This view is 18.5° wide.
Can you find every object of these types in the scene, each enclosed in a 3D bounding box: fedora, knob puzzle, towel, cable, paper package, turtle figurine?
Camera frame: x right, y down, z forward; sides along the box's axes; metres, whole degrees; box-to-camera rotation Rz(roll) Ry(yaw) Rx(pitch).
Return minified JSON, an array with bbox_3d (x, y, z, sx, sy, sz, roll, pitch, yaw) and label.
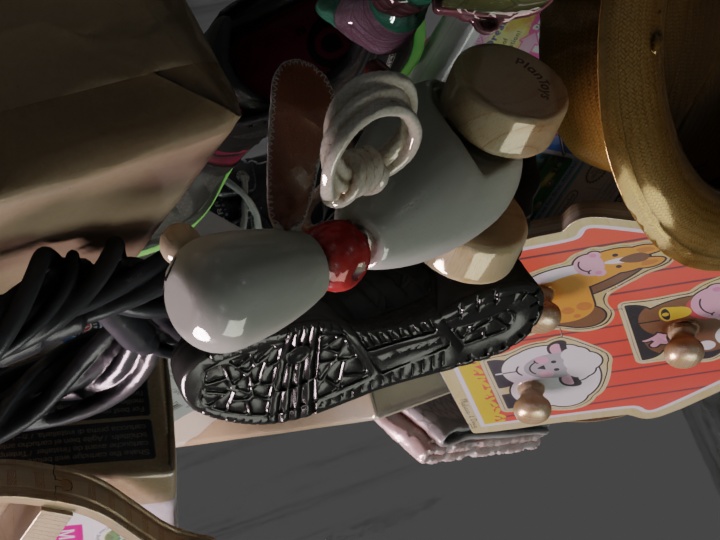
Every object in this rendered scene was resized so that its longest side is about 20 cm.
[{"bbox_3d":[0.133,-0.098,0.929,0.081,0.202,0.200,4,-171,40],"label":"fedora"},{"bbox_3d":[0.131,0.031,1.089,0.218,0.031,0.220,-1,147,-1],"label":"knob puzzle"},{"bbox_3d":[0.022,0.047,1.425,0.032,0.191,0.200,-52,160,15],"label":"towel"},{"bbox_3d":[-0.138,0.034,0.875,0.163,0.051,0.199,-42,166,33],"label":"cable"},{"bbox_3d":[-0.168,-0.037,0.841,0.190,0.104,0.200,-17,166,-28],"label":"paper package"},{"bbox_3d":[0.041,-0.139,0.830,0.149,0.101,0.200,-18,175,-10],"label":"turtle figurine"}]

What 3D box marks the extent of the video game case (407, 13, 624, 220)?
[{"bbox_3d":[0.104,-0.093,1.031,0.181,0.024,0.201,7,125,-40],"label":"video game case"}]

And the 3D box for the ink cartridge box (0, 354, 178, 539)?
[{"bbox_3d":[-0.172,0.125,1.095,0.163,0.076,0.201,-5,145,-7],"label":"ink cartridge box"}]

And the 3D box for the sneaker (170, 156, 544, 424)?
[{"bbox_3d":[0.000,-0.002,0.954,0.198,0.105,0.060,-12,138,-21],"label":"sneaker"}]

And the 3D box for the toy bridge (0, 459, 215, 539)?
[{"bbox_3d":[-0.148,0.114,0.997,0.199,0.027,0.067,14,135,-27],"label":"toy bridge"}]

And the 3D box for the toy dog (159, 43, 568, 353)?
[{"bbox_3d":[-0.007,-0.039,0.863,0.199,0.096,0.132,-3,128,-56],"label":"toy dog"}]

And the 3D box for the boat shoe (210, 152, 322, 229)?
[{"bbox_3d":[-0.076,-0.025,1.186,0.198,0.072,0.068,-16,170,-3],"label":"boat shoe"}]

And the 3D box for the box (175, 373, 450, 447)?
[{"bbox_3d":[-0.043,0.047,1.249,0.199,0.078,0.095,-12,-177,44],"label":"box"}]

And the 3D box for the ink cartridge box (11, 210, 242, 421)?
[{"bbox_3d":[-0.166,0.034,1.105,0.199,0.084,0.145,-29,144,27],"label":"ink cartridge box"}]

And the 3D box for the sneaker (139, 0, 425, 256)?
[{"bbox_3d":[-0.067,-0.077,0.969,0.199,0.077,0.084,-36,162,7],"label":"sneaker"}]

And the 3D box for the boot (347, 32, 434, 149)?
[{"bbox_3d":[0.074,-0.113,1.111,0.199,0.075,0.107,-33,-173,13],"label":"boot"}]

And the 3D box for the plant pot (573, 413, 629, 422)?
[{"bbox_3d":[0.145,-0.035,1.367,0.186,0.188,0.200,-20,154,-17],"label":"plant pot"}]
